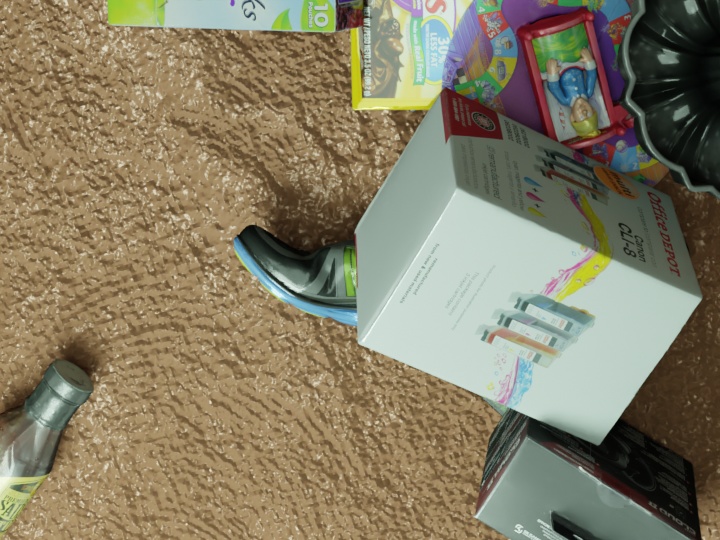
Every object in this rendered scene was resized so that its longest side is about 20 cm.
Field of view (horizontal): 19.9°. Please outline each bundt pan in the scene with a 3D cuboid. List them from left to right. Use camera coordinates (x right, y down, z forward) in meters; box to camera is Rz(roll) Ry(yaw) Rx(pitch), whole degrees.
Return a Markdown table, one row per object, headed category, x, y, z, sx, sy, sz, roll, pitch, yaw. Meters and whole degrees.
| category | x | y | z | sx | sy | sz | roll | pitch | yaw |
| --- | --- | --- | --- | --- | --- | --- | --- | --- | --- |
| bundt pan | 0.271 | -0.143 | 1.458 | 0.200 | 0.076 | 0.204 | 0 | 90 | -10 |

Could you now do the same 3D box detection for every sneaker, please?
| category | x | y | z | sx | sy | sz | roll | pitch | yaw |
| --- | --- | --- | --- | --- | --- | --- | --- | --- | --- |
| sneaker | 0.000 | 0.000 | 1.561 | 0.198 | 0.071 | 0.083 | 17 | 98 | 2 |

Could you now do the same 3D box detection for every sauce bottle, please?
| category | x | y | z | sx | sy | sz | roll | pitch | yaw |
| --- | --- | --- | --- | --- | --- | --- | --- | --- | --- |
| sauce bottle | -0.286 | 0.159 | 1.648 | 0.066 | 0.066 | 0.200 | 38 | 108 | 0 |

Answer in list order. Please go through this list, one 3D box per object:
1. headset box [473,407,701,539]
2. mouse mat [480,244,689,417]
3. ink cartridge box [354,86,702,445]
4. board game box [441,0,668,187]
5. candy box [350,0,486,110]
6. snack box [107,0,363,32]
| category | x | y | z | sx | sy | sz | roll | pitch | yaw |
| --- | --- | --- | --- | --- | --- | --- | --- | --- | --- |
| headset box | 0.167 | 0.163 | 1.497 | 0.148 | 0.200 | 0.078 | 31 | 106 | -2 |
| mouse mat | 0.133 | 0.005 | 1.572 | 0.161 | 0.008 | 0.200 | 41 | 106 | 0 |
| ink cartridge box | 0.115 | -0.002 | 1.445 | 0.199 | 0.146 | 0.145 | 24 | 119 | -17 |
| board game box | 0.161 | -0.133 | 1.488 | 0.199 | 0.039 | 0.159 | 27 | 98 | -15 |
| candy box | 0.042 | -0.218 | 1.498 | 0.101 | 0.026 | 0.202 | 0 | 102 | 6 |
| snack box | -0.095 | -0.251 | 1.506 | 0.198 | 0.053 | 0.144 | 6 | 105 | 27 |
